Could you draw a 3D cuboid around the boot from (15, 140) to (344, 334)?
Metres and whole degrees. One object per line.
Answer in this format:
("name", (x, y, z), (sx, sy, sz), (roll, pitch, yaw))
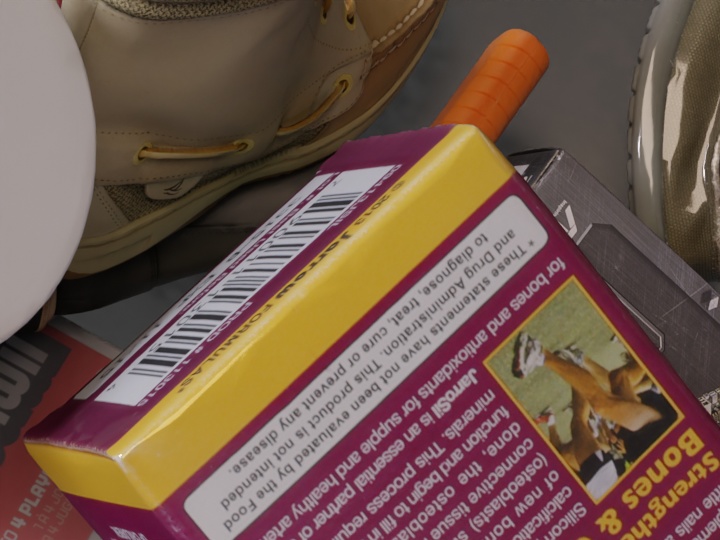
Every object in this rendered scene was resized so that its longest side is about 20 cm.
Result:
("boot", (-0.084, -0.071, 0.969), (0.138, 0.078, 0.201), (-8, 62, -20))

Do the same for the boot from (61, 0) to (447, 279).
("boot", (-0.023, -0.095, 0.867), (0.073, 0.156, 0.200), (45, 52, 14))

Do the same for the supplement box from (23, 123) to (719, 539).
("supplement box", (0.029, 0.078, 0.786), (0.131, 0.103, 0.200), (-42, 102, -16))

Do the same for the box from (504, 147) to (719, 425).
("box", (0.049, 0.089, 0.874), (0.158, 0.048, 0.200), (41, 76, -16))

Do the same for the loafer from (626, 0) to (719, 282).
("loafer", (0.133, -0.082, 0.946), (0.069, 0.075, 0.201), (14, 73, 12))

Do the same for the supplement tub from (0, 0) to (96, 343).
("supplement tub", (-0.178, -0.027, 0.814), (0.140, 0.199, 0.141), (5, 82, -40))

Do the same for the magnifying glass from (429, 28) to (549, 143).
("magnifying glass", (0.000, 0.000, 0.893), (0.022, 0.080, 0.200), (43, 59, -8))

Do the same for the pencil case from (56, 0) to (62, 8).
("pencil case", (-0.087, -0.131, 0.911), (0.083, 0.091, 0.200), (16, 32, 31))

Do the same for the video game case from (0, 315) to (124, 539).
("video game case", (-0.171, 0.048, 0.920), (0.199, 0.017, 0.143), (29, 63, 2))
